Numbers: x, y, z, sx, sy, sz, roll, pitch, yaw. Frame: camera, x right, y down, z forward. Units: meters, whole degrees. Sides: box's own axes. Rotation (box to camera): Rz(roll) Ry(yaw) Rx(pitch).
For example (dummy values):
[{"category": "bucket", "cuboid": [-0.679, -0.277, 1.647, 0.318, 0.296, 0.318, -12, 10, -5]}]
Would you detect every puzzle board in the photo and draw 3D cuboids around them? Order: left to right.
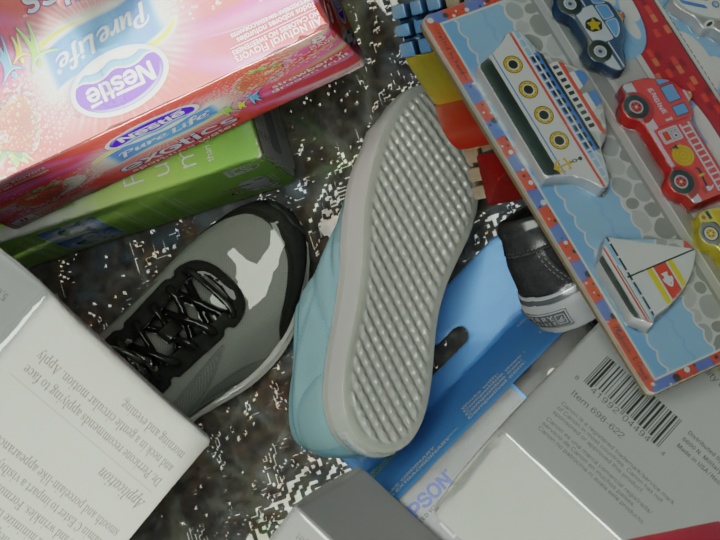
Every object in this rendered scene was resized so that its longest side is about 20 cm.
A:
[{"category": "puzzle board", "cuboid": [0.138, -0.056, 1.015, 0.151, 0.017, 0.200, -22, 70, -24]}]

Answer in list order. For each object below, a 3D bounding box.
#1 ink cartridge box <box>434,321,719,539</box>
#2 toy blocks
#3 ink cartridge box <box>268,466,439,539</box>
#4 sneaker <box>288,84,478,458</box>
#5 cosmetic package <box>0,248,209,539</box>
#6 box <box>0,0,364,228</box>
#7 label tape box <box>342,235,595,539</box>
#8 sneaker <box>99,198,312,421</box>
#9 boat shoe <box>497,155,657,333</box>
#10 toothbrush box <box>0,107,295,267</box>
[{"category": "ink cartridge box", "cuboid": [0.154, 0.082, 1.030, 0.145, 0.083, 0.200, 42, 52, 8]}, {"category": "toy blocks", "cuboid": [0.065, -0.112, 1.102, 0.100, 0.137, 0.200, -10, 95, 24]}, {"category": "ink cartridge box", "cuboid": [-0.018, 0.220, 1.097, 0.146, 0.084, 0.200, 41, 112, 13]}, {"category": "sneaker", "cuboid": [0.000, 0.000, 1.157, 0.082, 0.074, 0.200, -13, 54, 50]}, {"category": "cosmetic package", "cuboid": [-0.215, 0.083, 1.052, 0.165, 0.165, 0.200, 35, 80, 35]}, {"category": "box", "cuboid": [-0.111, -0.106, 1.084, 0.200, 0.103, 0.095, -24, 81, 6]}, {"category": "label tape box", "cuboid": [0.085, 0.097, 1.133, 0.144, 0.063, 0.200, -45, 79, 3]}, {"category": "sneaker", "cuboid": [-0.100, 0.046, 1.166, 0.074, 0.079, 0.200, 42, 91, 14]}, {"category": "boat shoe", "cuboid": [0.130, -0.052, 1.058, 0.200, 0.070, 0.066, -41, 111, -31]}, {"category": "toothbrush box", "cuboid": [-0.152, -0.090, 1.186, 0.200, 0.086, 0.146, -17, 81, 10]}]
